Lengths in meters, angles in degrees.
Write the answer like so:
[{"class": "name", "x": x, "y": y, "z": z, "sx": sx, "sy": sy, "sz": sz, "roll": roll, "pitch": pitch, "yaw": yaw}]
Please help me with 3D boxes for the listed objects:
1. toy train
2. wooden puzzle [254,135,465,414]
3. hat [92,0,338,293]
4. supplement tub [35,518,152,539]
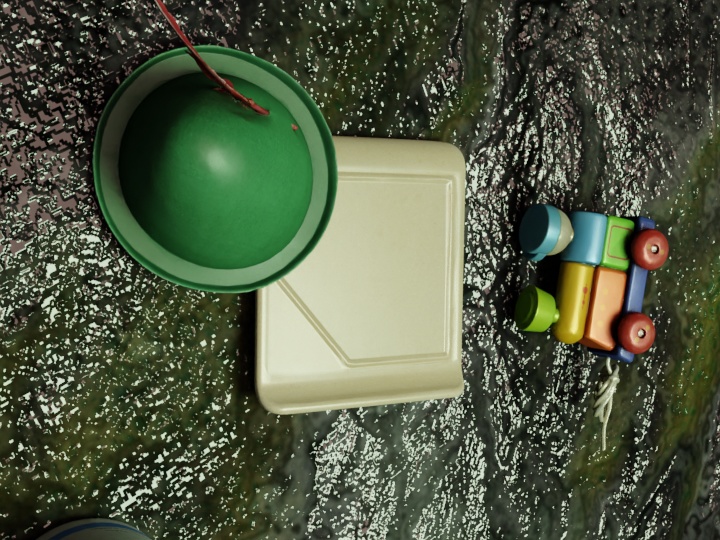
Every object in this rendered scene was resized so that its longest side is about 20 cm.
[{"class": "toy train", "x": 0.181, "y": 0.047, "z": 0.904, "sx": 0.114, "sy": 0.084, "sz": 0.204, "roll": 11, "pitch": 88, "yaw": -22}, {"class": "wooden puzzle", "x": 0.000, "y": 0.000, "z": 0.813, "sx": 0.182, "sy": 0.037, "sz": 0.204, "roll": -1, "pitch": 90, "yaw": -32}, {"class": "hat", "x": -0.081, "y": -0.073, "z": 0.652, "sx": 0.197, "sy": 0.176, "sz": 0.168, "roll": 20, "pitch": 84, "yaw": -19}, {"class": "supplement tub", "x": -0.140, "y": 0.238, "z": 0.641, "sx": 0.130, "sy": 0.199, "sz": 0.135, "roll": -2, "pitch": 95, "yaw": -31}]
